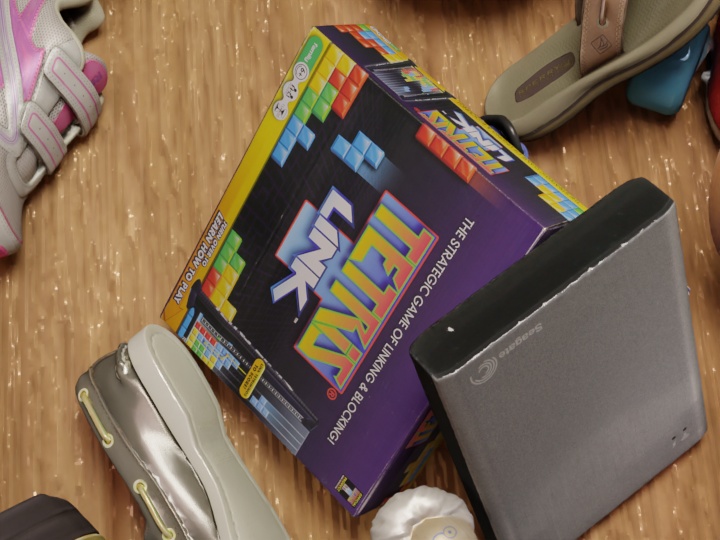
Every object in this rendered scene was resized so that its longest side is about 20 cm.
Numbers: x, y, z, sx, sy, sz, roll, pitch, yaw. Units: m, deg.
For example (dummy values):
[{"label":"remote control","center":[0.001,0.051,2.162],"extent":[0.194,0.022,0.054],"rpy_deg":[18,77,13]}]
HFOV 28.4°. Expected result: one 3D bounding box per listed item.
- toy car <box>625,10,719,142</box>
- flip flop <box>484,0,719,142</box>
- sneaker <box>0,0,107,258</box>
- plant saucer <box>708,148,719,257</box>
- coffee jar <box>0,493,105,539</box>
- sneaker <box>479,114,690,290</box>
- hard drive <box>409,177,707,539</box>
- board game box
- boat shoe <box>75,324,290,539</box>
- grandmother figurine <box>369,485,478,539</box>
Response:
[{"label":"toy car","center":[0.268,-0.163,0.789],"extent":[0.184,0.200,0.177],"rpy_deg":[21,71,9]},{"label":"flip flop","center":[0.139,-0.148,0.809],"extent":[0.058,0.200,0.081],"rpy_deg":[36,37,-26]},{"label":"sneaker","center":[-0.198,-0.102,0.846],"extent":[0.088,0.081,0.200],"rpy_deg":[0,70,4]},{"label":"plant saucer","center":[0.281,-0.058,0.756],"extent":[0.200,0.200,0.032],"rpy_deg":[-24,41,-7]},{"label":"coffee jar","center":[-0.132,0.214,0.711],"extent":[0.200,0.104,0.085],"rpy_deg":[48,42,16]},{"label":"sneaker","center":[0.084,-0.019,0.787],"extent":[0.199,0.115,0.081],"rpy_deg":[30,74,12]},{"label":"hard drive","center":[0.106,0.060,0.712],"extent":[0.139,0.200,0.033],"rpy_deg":[-36,50,-11]},{"label":"board game box","center":[0.000,0.000,0.744],"extent":[0.165,0.057,0.200],"rpy_deg":[43,121,23]},{"label":"boat shoe","center":[-0.088,0.130,0.763],"extent":[0.060,0.072,0.202],"rpy_deg":[-31,78,13]},{"label":"grandmother figurine","center":[0.083,0.179,0.672],"extent":[0.121,0.061,0.200],"rpy_deg":[-32,65,-33]}]
